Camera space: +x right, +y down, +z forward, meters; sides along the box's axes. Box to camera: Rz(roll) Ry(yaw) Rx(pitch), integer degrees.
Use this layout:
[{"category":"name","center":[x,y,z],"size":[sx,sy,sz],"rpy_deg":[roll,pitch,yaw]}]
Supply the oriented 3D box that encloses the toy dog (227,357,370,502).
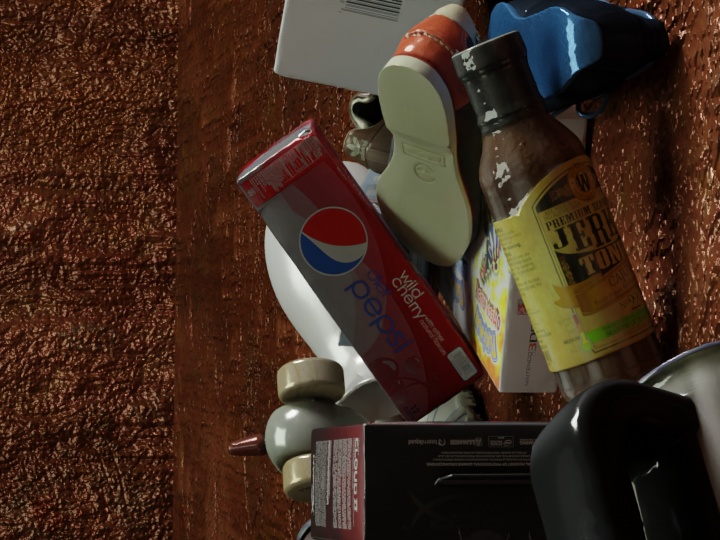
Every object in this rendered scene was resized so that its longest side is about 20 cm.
[{"category":"toy dog","center":[-0.023,0.142,1.712],"size":[0.200,0.096,0.133],"rpy_deg":[54,-145,-40]}]

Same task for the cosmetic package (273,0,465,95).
[{"category":"cosmetic package","center":[0.026,-0.259,1.591],"size":[0.200,0.122,0.201],"rpy_deg":[104,176,-49]}]

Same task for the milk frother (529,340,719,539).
[{"category":"milk frother","center":[0.187,0.099,0.903],"size":[0.199,0.180,0.189],"rpy_deg":[-32,44,23]}]

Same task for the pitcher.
[{"category":"pitcher","center":[-0.004,0.029,1.872],"size":[0.172,0.120,0.201],"rpy_deg":[79,175,-67]}]

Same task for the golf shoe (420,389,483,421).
[{"category":"golf shoe","center":[0.041,0.137,1.650],"size":[0.200,0.096,0.079],"rpy_deg":[-108,20,-62]}]

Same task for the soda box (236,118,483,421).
[{"category":"soda box","center":[0.000,0.000,1.537],"size":[0.201,0.063,0.070],"rpy_deg":[55,-176,-8]}]

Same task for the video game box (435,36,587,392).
[{"category":"video game box","center":[0.095,-0.041,1.524],"size":[0.200,0.046,0.184],"rpy_deg":[-118,29,-68]}]

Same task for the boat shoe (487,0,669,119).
[{"category":"boat shoe","center":[0.122,-0.118,1.342],"size":[0.200,0.068,0.085],"rpy_deg":[-143,50,-74]}]

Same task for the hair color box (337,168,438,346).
[{"category":"hair color box","center":[0.028,-0.020,1.672],"size":[0.200,0.060,0.100],"rpy_deg":[-64,-21,-72]}]

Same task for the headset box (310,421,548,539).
[{"category":"headset box","center":[0.057,0.132,1.433],"size":[0.200,0.147,0.076],"rpy_deg":[155,115,-78]}]

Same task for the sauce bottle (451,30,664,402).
[{"category":"sauce bottle","center":[0.103,-0.030,1.267],"size":[0.065,0.064,0.201],"rpy_deg":[171,76,-78]}]

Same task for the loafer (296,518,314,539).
[{"category":"loafer","center":[0.023,0.245,1.657],"size":[0.200,0.072,0.063],"rpy_deg":[55,-177,-40]}]

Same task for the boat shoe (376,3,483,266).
[{"category":"boat shoe","center":[0.050,-0.081,1.473],"size":[0.063,0.071,0.201],"rpy_deg":[-56,-24,-32]}]

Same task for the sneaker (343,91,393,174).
[{"category":"sneaker","center":[0.031,-0.129,1.691],"size":[0.200,0.075,0.071],"rpy_deg":[-83,4,-64]}]
